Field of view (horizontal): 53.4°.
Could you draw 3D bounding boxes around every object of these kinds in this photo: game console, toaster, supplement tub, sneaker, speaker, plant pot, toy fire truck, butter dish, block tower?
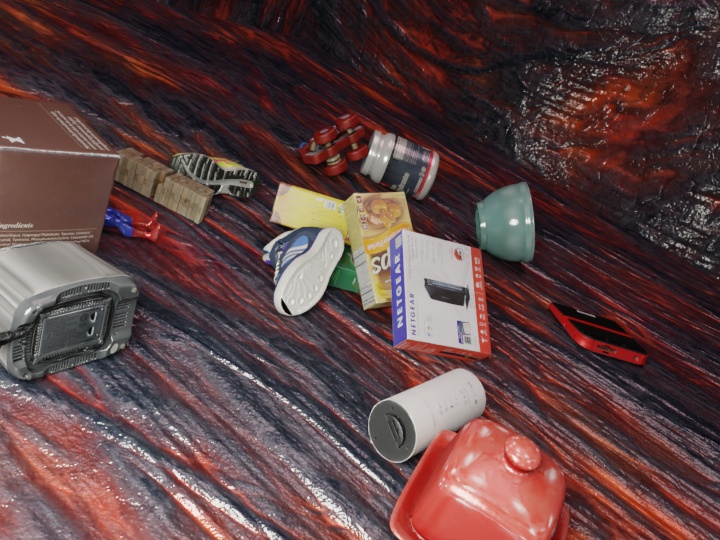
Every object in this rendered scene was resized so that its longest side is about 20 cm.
[{"bbox_3d":[0.539,0.143,1.625,0.195,0.032,0.178,17,19,-18],"label":"game console"},{"bbox_3d":[-0.367,0.041,0.832,0.127,0.116,0.198,30,25,25],"label":"toaster"},{"bbox_3d":[0.110,-0.295,1.995,0.195,0.143,0.141,21,22,-7],"label":"supplement tub"},{"bbox_3d":[-0.125,0.002,1.230,0.143,0.082,0.202,-4,39,39],"label":"sneaker"},{"bbox_3d":[0.096,0.196,0.991,0.081,0.083,0.198,35,25,28],"label":"speaker"},{"bbox_3d":[-0.309,-0.199,1.473,0.196,0.080,0.090,12,16,-40],"label":"sneaker"},{"bbox_3d":[0.362,-0.119,1.834,0.130,0.206,0.201,-4,23,4],"label":"plant pot"},{"bbox_3d":[-0.084,-0.338,1.923,0.199,0.115,0.166,-37,29,-29],"label":"toy fire truck"},{"bbox_3d":[0.161,0.250,0.819,0.196,0.151,0.200,29,35,14],"label":"butter dish"},{"bbox_3d":[-0.368,-0.160,1.341,0.196,0.055,0.058,28,23,8],"label":"block tower"}]

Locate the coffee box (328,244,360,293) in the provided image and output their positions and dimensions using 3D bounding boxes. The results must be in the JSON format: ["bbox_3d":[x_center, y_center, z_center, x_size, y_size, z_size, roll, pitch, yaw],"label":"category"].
[{"bbox_3d":[0.000,0.000,1.371,0.195,0.045,0.124,15,24,-23],"label":"coffee box"}]

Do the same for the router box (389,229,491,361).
[{"bbox_3d":[0.139,0.046,1.262,0.175,0.049,0.206,12,63,-27],"label":"router box"}]

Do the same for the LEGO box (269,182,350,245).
[{"bbox_3d":[-0.077,-0.110,1.418,0.194,0.079,0.149,16,4,-7],"label":"LEGO box"}]

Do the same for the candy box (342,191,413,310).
[{"bbox_3d":[0.044,-0.038,1.308,0.113,0.055,0.206,-5,76,-29],"label":"candy box"}]

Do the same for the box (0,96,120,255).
[{"bbox_3d":[-0.444,-0.099,0.941,0.165,0.204,0.162,38,26,32],"label":"box"}]

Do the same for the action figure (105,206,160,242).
[{"bbox_3d":[-0.416,-0.114,1.143,0.195,0.101,0.065,8,25,-28],"label":"action figure"}]
